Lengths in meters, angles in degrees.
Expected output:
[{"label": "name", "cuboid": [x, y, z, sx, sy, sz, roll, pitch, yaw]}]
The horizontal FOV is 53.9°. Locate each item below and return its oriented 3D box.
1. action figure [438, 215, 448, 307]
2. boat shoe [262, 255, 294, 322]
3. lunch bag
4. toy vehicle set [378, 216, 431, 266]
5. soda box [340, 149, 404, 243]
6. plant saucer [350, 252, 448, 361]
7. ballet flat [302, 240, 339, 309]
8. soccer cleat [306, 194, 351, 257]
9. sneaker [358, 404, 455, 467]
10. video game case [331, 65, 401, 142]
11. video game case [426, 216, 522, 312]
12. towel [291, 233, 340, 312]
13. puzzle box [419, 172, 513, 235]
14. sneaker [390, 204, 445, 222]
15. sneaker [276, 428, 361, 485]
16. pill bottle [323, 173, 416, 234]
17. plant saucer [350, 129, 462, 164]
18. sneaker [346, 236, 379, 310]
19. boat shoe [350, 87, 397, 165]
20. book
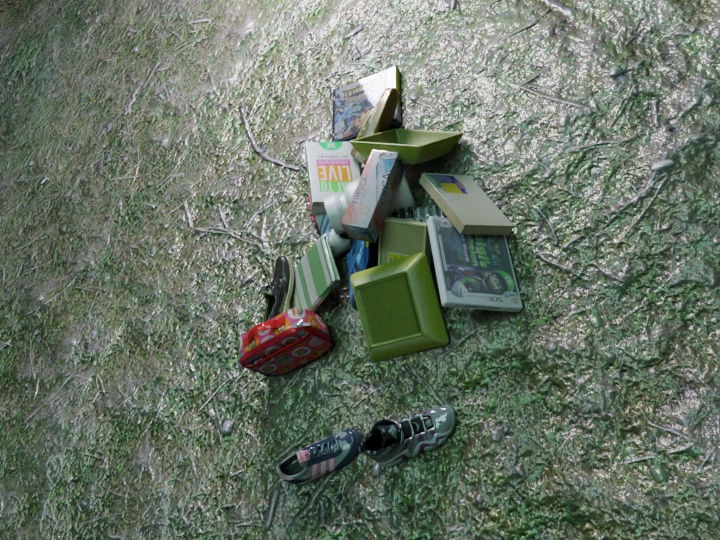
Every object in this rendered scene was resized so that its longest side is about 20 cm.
[{"label": "action figure", "cuboid": [0.183, -0.002, 1.496, 0.098, 0.065, 0.202, -24, 80, -14]}, {"label": "boat shoe", "cuboid": [-0.205, 0.059, 1.731, 0.072, 0.065, 0.204, -19, 65, 57]}, {"label": "lunch bag", "cuboid": [-0.180, 0.160, 1.619, 0.199, 0.176, 0.083, -29, 55, 18]}, {"label": "toy vehicle set", "cuboid": [0.095, -0.010, 1.552, 0.123, 0.026, 0.203, 13, 108, 36]}, {"label": "soda box", "cuboid": [0.029, -0.163, 1.546, 0.068, 0.064, 0.202, 11, 67, 25]}, {"label": "plant saucer", "cuboid": [0.070, 0.083, 1.518, 0.198, 0.048, 0.203, -17, 85, 31]}, {"label": "ballet flat", "cuboid": [-0.102, 0.004, 1.723, 0.067, 0.046, 0.202, -32, 56, 18]}, {"label": "soccer cleat", "cuboid": [-0.075, -0.117, 1.760, 0.085, 0.070, 0.202, -20, 56, 0]}, {"label": "sneaker", "cuboid": [0.086, 0.320, 1.398, 0.199, 0.140, 0.078, -37, 53, 13]}, {"label": "video game case", "cuboid": [0.014, -0.430, 1.864, 0.198, 0.025, 0.183, -14, 62, 27]}, {"label": "video game case", "cuboid": [0.234, -0.014, 1.453, 0.023, 0.180, 0.202, 127, 142, -53]}, {"label": "towel", "cuboid": [-0.117, 0.028, 1.686, 0.200, 0.023, 0.154, -51, 43, 37]}, {"label": "puzzle box", "cuboid": [0.226, -0.145, 1.525, 0.201, 0.131, 0.026, 60, 140, 44]}, {"label": "sneaker", "cuboid": [0.169, -0.103, 1.592, 0.197, 0.082, 0.075, -4, 34, 12]}, {"label": "sneaker", "cuboid": [-0.090, 0.398, 1.512, 0.199, 0.082, 0.071, -35, 54, 14]}, {"label": "pill bottle", "cuboid": [0.021, -0.161, 1.654, 0.198, 0.115, 0.115, -20, 58, 7]}, {"label": "plant saucer", "cuboid": [0.110, -0.289, 1.657, 0.198, 0.199, 0.049, 11, 114, 35]}, {"label": "sneaker", "cuboid": [0.000, 0.000, 1.656, 0.078, 0.066, 0.203, -8, 64, 43]}, {"label": "boat shoe", "cuboid": [0.029, -0.366, 1.765, 0.069, 0.074, 0.202, 25, 94, 25]}, {"label": "book", "cuboid": [-0.066, -0.237, 1.774, 0.132, 0.048, 0.202, -3, 57, -9]}]
